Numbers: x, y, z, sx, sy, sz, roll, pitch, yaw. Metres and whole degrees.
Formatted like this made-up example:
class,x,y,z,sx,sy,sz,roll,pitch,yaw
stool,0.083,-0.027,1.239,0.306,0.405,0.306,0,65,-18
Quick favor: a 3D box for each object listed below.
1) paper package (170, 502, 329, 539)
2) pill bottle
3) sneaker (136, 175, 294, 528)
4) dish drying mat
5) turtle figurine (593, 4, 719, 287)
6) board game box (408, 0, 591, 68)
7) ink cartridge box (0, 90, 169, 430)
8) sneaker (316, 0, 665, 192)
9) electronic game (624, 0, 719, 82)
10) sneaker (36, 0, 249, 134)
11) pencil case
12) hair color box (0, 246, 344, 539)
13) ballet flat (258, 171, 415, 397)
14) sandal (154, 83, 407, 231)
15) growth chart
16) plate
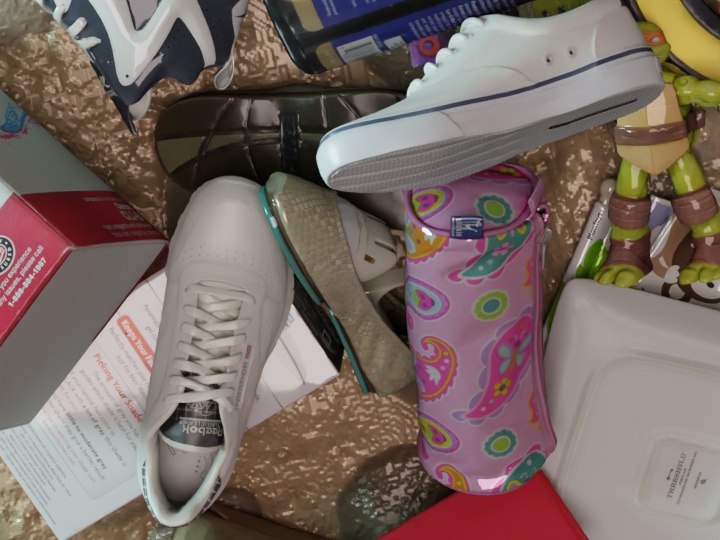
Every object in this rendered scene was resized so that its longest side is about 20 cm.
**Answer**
class,x,y,z,sx,sy,sz,roll,pitch,yaw
paper package,-0.049,0.263,1.720,0.190,0.103,0.200,18,107,-3
pill bottle,0.043,-0.188,1.550,0.200,0.112,0.112,-18,105,7
sneaker,-0.083,0.047,1.603,0.076,0.081,0.201,10,104,1
dish drying mat,0.036,0.184,1.650,0.200,0.018,0.077,-29,76,-17
turtle figurine,0.157,-0.074,1.619,0.199,0.064,0.162,-4,106,9
board game box,0.070,-0.223,1.609,0.120,0.032,0.201,-10,106,1
ink cartridge box,-0.243,-0.025,1.587,0.200,0.145,0.145,42,104,12
sneaker,0.063,-0.097,1.537,0.200,0.073,0.071,-17,73,-17
electronic game,0.241,-0.191,1.607,0.199,0.042,0.201,1,107,2
sneaker,-0.158,-0.141,1.612,0.199,0.079,0.130,-1,98,-9
pencil case,0.068,0.030,1.609,0.087,0.088,0.200,-2,126,2
hair color box,-0.122,0.059,1.681,0.200,0.064,0.111,-31,102,11
ballet flat,0.000,0.000,1.626,0.062,0.068,0.200,-21,143,6
sandal,-0.019,-0.070,1.648,0.199,0.055,0.082,3,104,15
growth chart,0.213,0.016,1.683,0.199,0.018,0.145,15,106,-4
plate,0.193,0.117,1.693,0.199,0.032,0.200,13,114,-3
